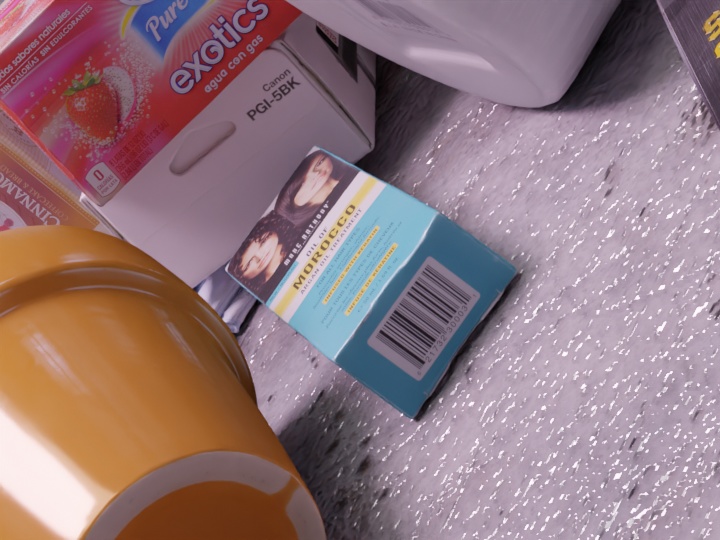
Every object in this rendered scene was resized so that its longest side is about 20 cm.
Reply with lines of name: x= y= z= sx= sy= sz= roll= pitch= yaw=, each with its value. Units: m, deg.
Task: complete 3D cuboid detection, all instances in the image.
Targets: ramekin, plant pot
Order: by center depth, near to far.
plant pot: x=-0.110 y=0.103 z=0.994 sx=0.201 sy=0.200 sz=0.183 roll=-55 pitch=37 yaw=-3
ramekin: x=0.032 y=-0.156 z=1.060 sx=0.098 sy=0.200 sz=0.200 roll=-63 pitch=21 yaw=-4

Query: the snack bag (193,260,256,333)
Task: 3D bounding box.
snack bag: x=-0.113 y=0.028 z=1.315 sx=0.201 sy=0.021 sz=0.188 roll=-58 pitch=22 yaw=-17

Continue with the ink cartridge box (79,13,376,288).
ink cartridge box: x=-0.069 y=-0.094 z=1.285 sx=0.146 sy=0.083 sz=0.200 roll=-36 pitch=21 yaw=18

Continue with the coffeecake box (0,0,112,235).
coffeecake box: x=-0.174 y=-0.058 z=1.339 sx=0.073 sy=0.153 sz=0.200 roll=-43 pitch=22 yaw=18

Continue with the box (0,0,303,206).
box: x=-0.102 y=-0.141 z=1.178 sx=0.200 sy=0.095 sz=0.103 roll=-44 pitch=19 yaw=-3

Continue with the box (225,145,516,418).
box: x=0.000 y=0.000 z=1.081 sx=0.083 sy=0.049 sz=0.200 roll=-54 pitch=21 yaw=-1

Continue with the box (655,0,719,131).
box: x=0.204 y=-0.138 z=0.857 sx=0.200 sy=0.048 sz=0.159 roll=-46 pitch=22 yaw=19
